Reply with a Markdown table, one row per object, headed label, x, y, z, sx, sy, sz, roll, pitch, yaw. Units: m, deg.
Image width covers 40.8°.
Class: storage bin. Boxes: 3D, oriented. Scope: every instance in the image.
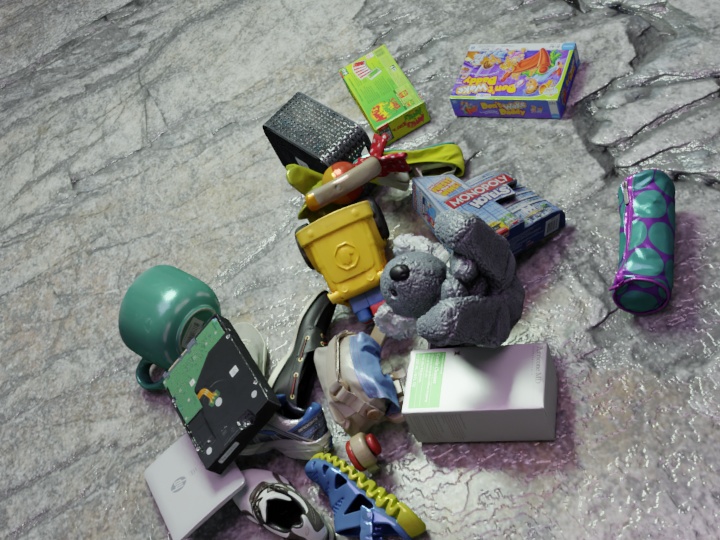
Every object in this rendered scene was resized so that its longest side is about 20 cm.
| label | x | y | z | sx | sy | sz | roll | pitch | yaw |
| --- | --- | --- | --- | --- | --- | --- | --- | --- | --- |
| storage bin | -0.065 | -0.207 | 1.684 | 0.094 | 0.136 | 0.199 | -45 | 50 | -14 |

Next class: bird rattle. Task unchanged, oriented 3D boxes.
| label | x | y | z | sx | sy | sz | roll | pitch | yaw |
| --- | --- | --- | --- | --- | --- | --- | --- | --- | --- |
| bird rattle | -0.017 | -0.135 | 1.499 | 0.196 | 0.115 | 0.163 | -18 | 12 | 9 |

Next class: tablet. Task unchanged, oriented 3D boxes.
| label | x | y | z | sx | sy | sz | roll | pitch | yaw |
| --- | --- | --- | --- | --- | --- | --- | --- | --- | --- |
| tablet | -0.248 | 0.304 | 1.422 | 0.130 | 0.014 | 0.200 | -41 | 30 | -8 |

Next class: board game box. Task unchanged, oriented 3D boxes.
| label | x | y | z | sx | sy | sz | roll | pitch | yaw |
| --- | --- | --- | --- | --- | --- | --- | --- | --- | --- |
| board game box | 0.043 | -0.325 | 1.785 | 0.100 | 0.048 | 0.202 | -29 | 48 | 2 |
| board game box | 0.180 | -0.097 | 1.494 | 0.198 | 0.063 | 0.199 | -27 | 45 | -27 |
| board game box | 0.269 | -0.332 | 1.688 | 0.196 | 0.045 | 0.136 | 6 | 58 | 28 |

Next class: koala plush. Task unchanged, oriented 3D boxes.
| label | x | y | z | sx | sy | sz | roll | pitch | yaw |
| --- | --- | --- | --- | --- | --- | --- | --- | --- | --- |
| koala plush | 0.106 | 0.025 | 1.336 | 0.197 | 0.182 | 0.181 | 0 | 75 | 41 |

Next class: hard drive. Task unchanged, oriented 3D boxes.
| label | x | y | z | sx | sy | sz | roll | pitch | yaw |
| --- | --- | --- | --- | --- | --- | --- | --- | --- | --- |
| hard drive | -0.207 | 0.177 | 1.413 | 0.140 | 0.038 | 0.200 | -48 | 48 | 8 |

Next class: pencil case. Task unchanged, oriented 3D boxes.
| label | x | y | z | sx | sy | sz | roll | pitch | yaw |
| --- | --- | --- | --- | --- | --- | --- | --- | --- | --- |
| pencil case | 0.401 | -0.042 | 1.372 | 0.085 | 0.091 | 0.203 | -40 | 31 | 51 |

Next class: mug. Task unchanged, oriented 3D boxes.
| label | x | y | z | sx | sy | sz | roll | pitch | yaw |
| --- | --- | --- | --- | --- | --- | --- | --- | --- | --- |
| mug | -0.297 | 0.095 | 1.570 | 0.113 | 0.188 | 0.151 | 22 | 41 | 33 |

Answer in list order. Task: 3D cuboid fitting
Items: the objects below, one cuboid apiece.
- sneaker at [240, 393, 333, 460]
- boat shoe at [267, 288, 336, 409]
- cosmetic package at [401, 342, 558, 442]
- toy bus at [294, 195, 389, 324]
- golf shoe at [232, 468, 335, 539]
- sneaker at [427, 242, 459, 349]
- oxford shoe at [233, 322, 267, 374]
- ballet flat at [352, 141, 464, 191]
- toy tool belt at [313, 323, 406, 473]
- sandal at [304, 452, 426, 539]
| label | x | y | z | sx | sy | sz | roll | pitch | yaw |
| --- | --- | --- | --- | --- | --- | --- | --- | --- | --- |
| sneaker | -0.135 | 0.219 | 1.413 | 0.196 | 0.087 | 0.077 | -1 | 17 | 17 |
| boat shoe | -0.077 | 0.124 | 1.483 | 0.062 | 0.074 | 0.204 | 13 | 63 | 24 |
| cosmetic package | 0.166 | 0.169 | 1.326 | 0.196 | 0.085 | 0.109 | -7 | 49 | 21 |
| toy bus | 0.000 | 0.000 | 1.500 | 0.134 | 0.200 | 0.195 | -25 | 84 | 5 |
| golf shoe | -0.120 | 0.318 | 1.338 | 0.198 | 0.095 | 0.078 | 22 | 67 | 37 |
| sneaker | 0.116 | 0.043 | 1.455 | 0.106 | 0.068 | 0.203 | 13 | 56 | 27 |
| oxford shoe | -0.186 | 0.136 | 1.514 | 0.074 | 0.058 | 0.201 | -27 | 32 | 7 |
| ballet flat | 0.085 | -0.167 | 1.604 | 0.196 | 0.067 | 0.068 | -11 | 66 | -18 |
| toy tool belt | 0.016 | 0.170 | 1.370 | 0.122 | 0.125 | 0.202 | -32 | 48 | 10 |
| sandal | -0.010 | 0.318 | 1.300 | 0.198 | 0.080 | 0.088 | 28 | 73 | 39 |
